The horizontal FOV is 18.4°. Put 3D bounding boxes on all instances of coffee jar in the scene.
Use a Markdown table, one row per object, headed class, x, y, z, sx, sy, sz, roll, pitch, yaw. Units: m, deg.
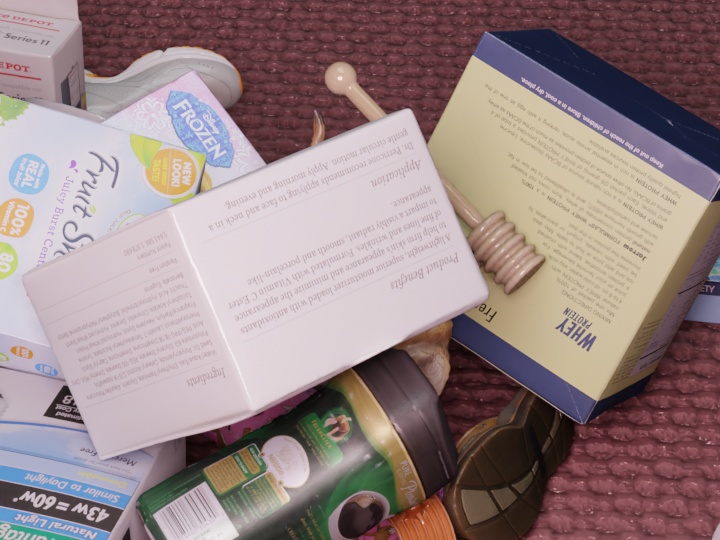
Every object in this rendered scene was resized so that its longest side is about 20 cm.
| class | x | y | z | sx | sy | sz | roll | pitch | yaw |
| --- | --- | --- | --- | --- | --- | --- | --- | --- | --- |
| coffee jar | -0.035 | 0.134 | 1.391 | 0.199 | 0.104 | 0.085 | -31 | 57 | -7 |

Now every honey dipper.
| class | x | y | z | sx | sy | sz | roll | pitch | yaw |
| --- | --- | --- | --- | --- | --- | --- | --- | --- | --- |
| honey dipper | 0.045 | -0.067 | 1.511 | 0.200 | 0.038 | 0.038 | 47 | 49 | 9 |

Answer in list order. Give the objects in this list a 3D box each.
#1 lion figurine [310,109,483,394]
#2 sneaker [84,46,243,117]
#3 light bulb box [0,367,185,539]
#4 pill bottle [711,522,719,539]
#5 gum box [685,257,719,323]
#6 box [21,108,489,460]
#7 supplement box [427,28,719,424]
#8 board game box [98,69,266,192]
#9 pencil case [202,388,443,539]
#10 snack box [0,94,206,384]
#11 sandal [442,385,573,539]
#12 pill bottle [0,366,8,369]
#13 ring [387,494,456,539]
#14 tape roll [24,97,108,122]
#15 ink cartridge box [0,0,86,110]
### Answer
| class | x | y | z | sx | sy | sz | roll | pitch | yaw |
| --- | --- | --- | --- | --- | --- | --- | --- | --- | --- |
| lion figurine | 0.000 | 0.000 | 1.519 | 0.200 | 0.122 | 0.072 | 48 | 20 | 3 |
| sneaker | -0.198 | -0.133 | 1.917 | 0.199 | 0.076 | 0.092 | -8 | 43 | 0 |
| light bulb box | -0.234 | 0.174 | 1.427 | 0.197 | 0.125 | 0.200 | 10 | 35 | 12 |
| pill bottle | 0.301 | 0.193 | 1.426 | 0.199 | 0.111 | 0.111 | -14 | 38 | -19 |
| gum box | 0.248 | -0.036 | 1.804 | 0.169 | 0.045 | 0.200 | 6 | 35 | 9 |
| box | -0.066 | 0.010 | 1.374 | 0.198 | 0.131 | 0.200 | -24 | 3 | -37 |
| supplement box | 0.145 | -0.035 | 1.570 | 0.199 | 0.201 | 0.134 | 33 | 19 | 18 |
| board game box | -0.142 | -0.014 | 1.558 | 0.199 | 0.041 | 0.200 | -32 | 75 | -22 |
| pencil case | -0.032 | 0.122 | 1.545 | 0.087 | 0.083 | 0.200 | -45 | 51 | -13 |
| snack box | -0.220 | -0.022 | 1.487 | 0.199 | 0.068 | 0.170 | 16 | 66 | -4 |
| sandal | 0.094 | 0.129 | 1.544 | 0.054 | 0.082 | 0.200 | -9 | 22 | 26 |
| pill bottle | -0.239 | 0.046 | 1.619 | 0.108 | 0.109 | 0.200 | -3 | 35 | -5 |
| ring | -0.035 | 0.196 | 1.424 | 0.199 | 0.019 | 0.201 | -8 | 54 | 11 |
| tape roll | -0.177 | -0.066 | 1.714 | 0.201 | 0.071 | 0.202 | 20 | -4 | 1 |
| ink cartridge box | -0.288 | -0.148 | 1.812 | 0.116 | 0.201 | 0.067 | 10 | 36 | 14 |
